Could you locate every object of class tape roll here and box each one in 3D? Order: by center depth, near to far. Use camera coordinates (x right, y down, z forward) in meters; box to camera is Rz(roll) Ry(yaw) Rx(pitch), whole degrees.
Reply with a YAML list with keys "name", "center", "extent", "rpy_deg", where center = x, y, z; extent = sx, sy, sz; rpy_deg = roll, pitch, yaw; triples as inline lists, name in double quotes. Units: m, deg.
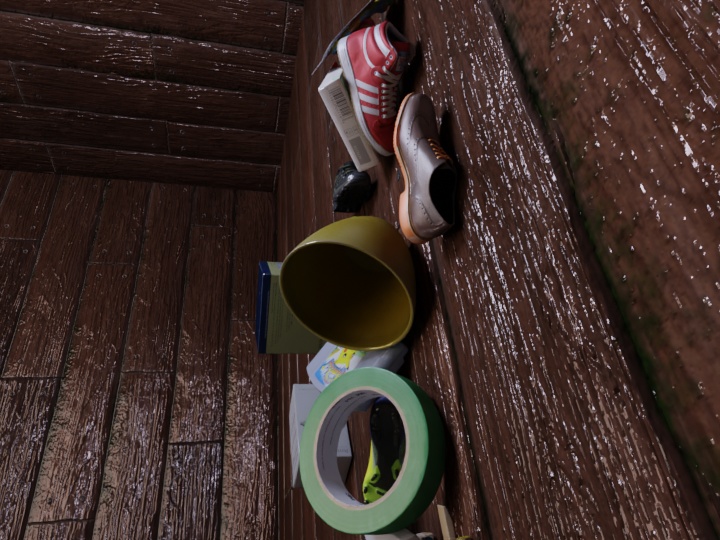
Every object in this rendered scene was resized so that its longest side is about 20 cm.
- name: "tape roll"
  center: [0.011, 0.228, 0.654]
  extent: [0.200, 0.048, 0.201]
  rpy_deg: [-19, 57, 32]

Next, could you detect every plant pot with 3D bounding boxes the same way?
- name: "plant pot"
  center: [0.000, 0.000, 0.758]
  extent: [0.142, 0.199, 0.200]
  rpy_deg: [-61, -9, -47]

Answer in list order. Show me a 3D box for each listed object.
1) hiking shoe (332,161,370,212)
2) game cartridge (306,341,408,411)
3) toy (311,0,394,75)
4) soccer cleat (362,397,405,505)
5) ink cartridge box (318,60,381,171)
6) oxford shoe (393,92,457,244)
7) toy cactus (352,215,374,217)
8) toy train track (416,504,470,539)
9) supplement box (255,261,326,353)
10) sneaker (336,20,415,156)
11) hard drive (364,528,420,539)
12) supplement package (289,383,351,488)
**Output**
- name: "hiking shoe"
  center: [-0.026, -0.187, 1.066]
  extent: [0.200, 0.075, 0.101]
  rpy_deg: [149, 119, -74]
- name: "game cartridge"
  center: [-0.016, 0.152, 0.828]
  extent: [0.134, 0.040, 0.200]
  rpy_deg: [-54, 24, -12]
- name: "toy"
  center: [0.001, -0.424, 0.900]
  extent: [0.200, 0.047, 0.115]
  rpy_deg: [-57, 14, -19]
- name: "soccer cleat"
  center: [0.044, 0.276, 0.767]
  extent: [0.084, 0.064, 0.201]
  rpy_deg: [-42, -43, -67]
- name: "ink cartridge box"
  center: [-0.007, -0.295, 0.930]
  extent: [0.161, 0.050, 0.200]
  rpy_deg: [60, -156, -29]
- name: "oxford shoe"
  center: [0.091, -0.138, 0.642]
  extent: [0.073, 0.071, 0.201]
  rpy_deg: [-17, 74, 54]
- name: "toy cactus"
  center: [-0.045, -0.012, 0.961]
  extent: [0.102, 0.164, 0.201]
  rpy_deg: [49, -133, -81]
- name: "toy train track"
  center: [0.102, 0.314, 0.558]
  extent: [0.200, 0.032, 0.115]
  rpy_deg: [114, 149, -68]
- name: "supplement box"
  center: [-0.154, 0.091, 1.264]
  extent: [0.134, 0.199, 0.201]
  rpy_deg: [-135, 49, -69]
- name: "sneaker"
  center: [0.045, -0.291, 0.815]
  extent: [0.112, 0.071, 0.201]
  rpy_deg: [-10, 111, 36]
- name: "hard drive"
  center: [0.054, 0.394, 0.658]
  extent: [0.200, 0.027, 0.132]
  rpy_deg: [131, 120, -68]
- name: "supplement package"
  center: [-0.096, 0.370, 1.153]
  extent: [0.200, 0.116, 0.118]
  rpy_deg: [-106, 23, -51]
